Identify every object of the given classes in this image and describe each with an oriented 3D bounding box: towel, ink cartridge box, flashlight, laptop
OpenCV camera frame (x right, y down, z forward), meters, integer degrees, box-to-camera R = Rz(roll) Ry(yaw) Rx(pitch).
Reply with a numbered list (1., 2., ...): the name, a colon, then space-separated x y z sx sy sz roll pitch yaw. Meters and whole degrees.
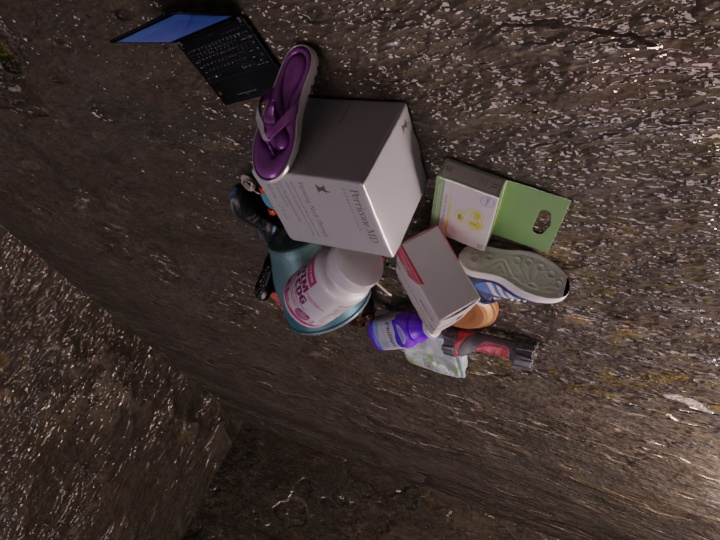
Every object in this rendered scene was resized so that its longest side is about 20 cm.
1. towel: 0.179 0.193 1.439 0.169 0.049 0.201 16 150 22
2. ink cartridge box: 0.213 -0.086 0.925 0.198 0.048 0.146 24 152 15
3. flashlight: 0.278 0.172 1.264 0.197 0.068 0.069 12 122 26
4. ink cartridge box: 0.130 0.024 1.029 0.147 0.084 0.200 62 175 11
5. laptop: -0.239 -0.316 0.891 0.175 0.104 0.201 3 144 41

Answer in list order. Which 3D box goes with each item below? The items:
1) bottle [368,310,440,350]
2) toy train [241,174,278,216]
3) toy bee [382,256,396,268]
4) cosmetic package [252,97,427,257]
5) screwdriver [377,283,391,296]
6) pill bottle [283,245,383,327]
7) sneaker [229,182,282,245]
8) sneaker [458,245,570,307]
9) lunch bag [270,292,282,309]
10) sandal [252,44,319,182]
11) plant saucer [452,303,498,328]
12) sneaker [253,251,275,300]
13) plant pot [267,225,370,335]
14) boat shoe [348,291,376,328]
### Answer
1. bottle: 0.101 0.135 1.330 0.199 0.065 0.085 -14 100 52
2. toy train: -0.154 -0.178 1.113 0.151 0.056 0.199 49 154 -10
3. toy bee: 0.030 -0.069 1.059 0.198 0.109 0.132 27 110 -16
4. cosmetic package: -0.025 -0.148 0.909 0.197 0.168 0.168 11 148 28
5. screwdriver: 0.000 0.000 1.178 0.028 0.029 0.200 -22 125 37
6. pill bottle: -0.049 0.019 1.033 0.113 0.114 0.200 35 144 -14
7. sneaker: -0.206 -0.119 1.248 0.081 0.074 0.200 8 158 28
8. sneaker: 0.264 0.024 1.046 0.197 0.082 0.147 17 160 14
9. lunch bag: -0.127 0.079 1.468 0.174 0.083 0.200 19 162 20
10. sandal: -0.119 -0.228 0.826 0.081 0.206 0.050 11 175 32
11. plant saucer: 0.190 0.064 1.224 0.198 0.033 0.201 22 153 12
12. sneaker: -0.179 0.007 1.326 0.087 0.201 0.076 30 121 -14
13. plant pot: -0.099 -0.003 1.222 0.198 0.200 0.190 6 131 37
14. boat shoe: 0.005 0.091 1.404 0.070 0.071 0.200 34 162 2
